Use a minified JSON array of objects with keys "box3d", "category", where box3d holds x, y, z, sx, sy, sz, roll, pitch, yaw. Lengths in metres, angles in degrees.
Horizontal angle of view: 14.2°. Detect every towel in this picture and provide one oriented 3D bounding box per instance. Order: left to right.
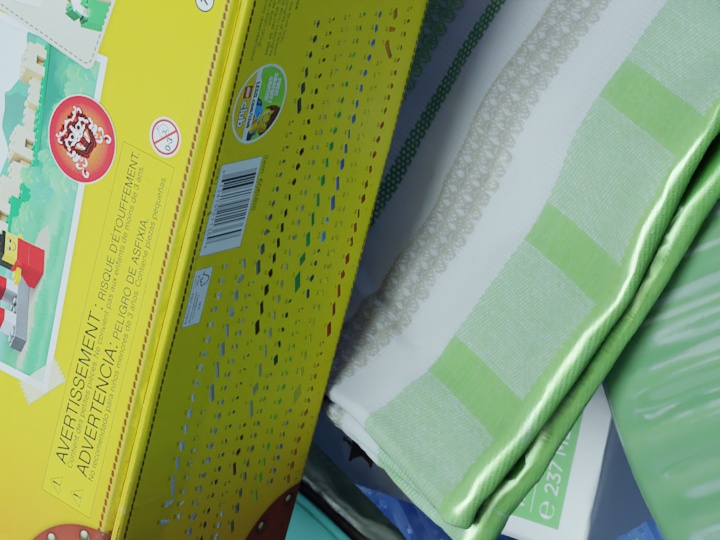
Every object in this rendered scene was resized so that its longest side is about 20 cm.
[{"box3d":[0.013,-0.039,0.731,0.150,0.031,0.200,-59,39,10],"category":"towel"}]

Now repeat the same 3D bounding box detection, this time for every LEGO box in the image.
[{"box3d":[-0.073,-0.042,0.691,0.149,0.077,0.201,28,114,29],"category":"LEGO box"}]

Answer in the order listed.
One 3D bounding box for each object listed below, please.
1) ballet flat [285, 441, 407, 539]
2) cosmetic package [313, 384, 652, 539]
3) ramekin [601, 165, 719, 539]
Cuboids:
[{"box3d":[-0.056,0.046,0.803,0.067,0.064,0.200,-43,81,0],"category":"ballet flat"},{"box3d":[0.000,0.000,0.852,0.199,0.085,0.108,15,103,22],"category":"cosmetic package"},{"box3d":[0.142,0.015,0.730,0.097,0.200,0.201,-22,84,32],"category":"ramekin"}]
